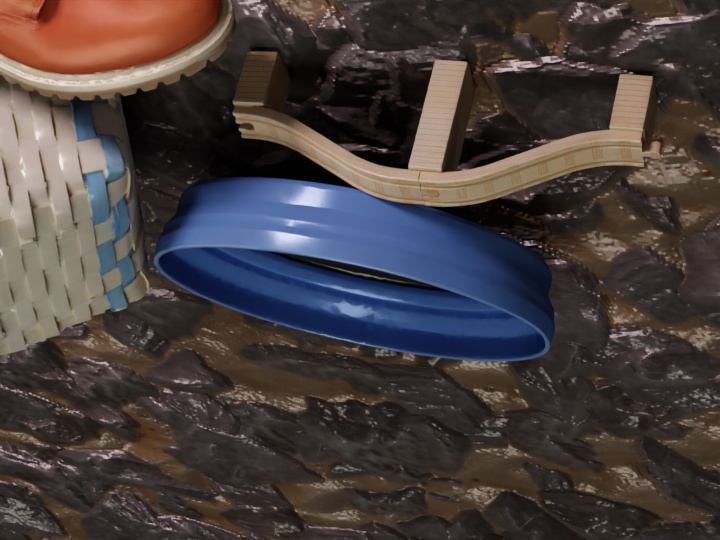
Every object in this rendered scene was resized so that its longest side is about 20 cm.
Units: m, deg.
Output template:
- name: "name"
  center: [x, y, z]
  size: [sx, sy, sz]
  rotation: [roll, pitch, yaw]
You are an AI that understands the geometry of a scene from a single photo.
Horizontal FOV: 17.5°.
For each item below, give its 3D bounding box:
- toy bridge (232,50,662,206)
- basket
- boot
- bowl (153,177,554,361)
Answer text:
- name: "toy bridge"
  center: [0.038, -0.062, 1.066]
  size: [0.200, 0.067, 0.027]
  rotation: [5, 148, 16]
- name: "basket"
  center: [-0.208, -0.031, 1.130]
  size: [0.200, 0.139, 0.176]
  rotation: [-14, 151, -11]
- name: "boot"
  center: [-0.153, -0.139, 1.021]
  size: [0.200, 0.075, 0.107]
  rotation: [11, 144, 8]
- name: "bowl"
  center: [0.000, 0.000, 1.158]
  size: [0.200, 0.039, 0.201]
  rotation: [12, 168, 3]
